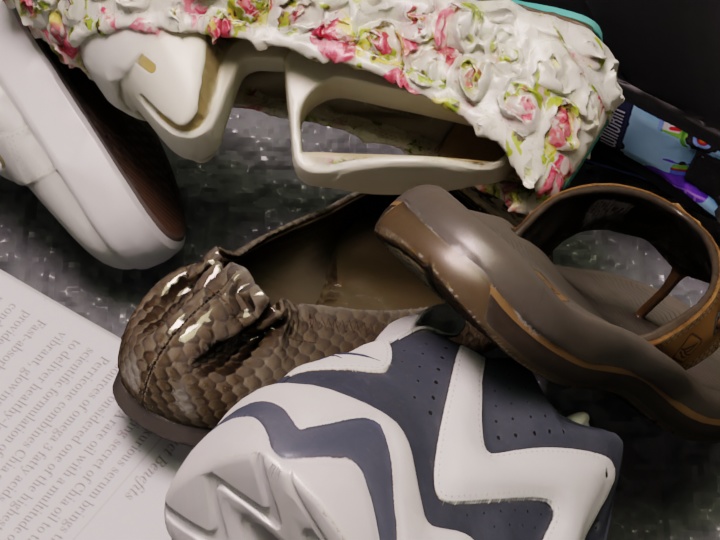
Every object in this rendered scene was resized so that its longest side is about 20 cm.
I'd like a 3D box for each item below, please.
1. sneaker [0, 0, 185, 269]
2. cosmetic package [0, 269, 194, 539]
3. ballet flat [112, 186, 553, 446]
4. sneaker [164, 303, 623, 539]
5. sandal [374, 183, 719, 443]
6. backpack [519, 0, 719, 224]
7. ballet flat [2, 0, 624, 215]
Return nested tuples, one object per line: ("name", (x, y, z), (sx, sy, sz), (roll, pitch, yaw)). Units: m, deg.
("sneaker", (-0.134, -0.061, 0.911), (0.085, 0.073, 0.200), (-42, 67, 9))
("cosmetic package", (-0.109, 0.063, 0.801), (0.200, 0.071, 0.101), (29, 57, 19))
("ballet flat", (0.000, 0.000, 0.820), (0.067, 0.046, 0.200), (31, 30, 25))
("sneaker", (0.043, 0.098, 0.743), (0.199, 0.079, 0.130), (54, 45, -7))
("sandal", (0.069, 0.001, 0.786), (0.082, 0.200, 0.055), (38, 97, 30))
("backpack", (0.076, -0.124, 0.888), (0.200, 0.183, 0.135), (18, 46, 26))
("ballet flat", (-0.023, -0.060, 0.829), (0.200, 0.076, 0.064), (11, 70, 11))
